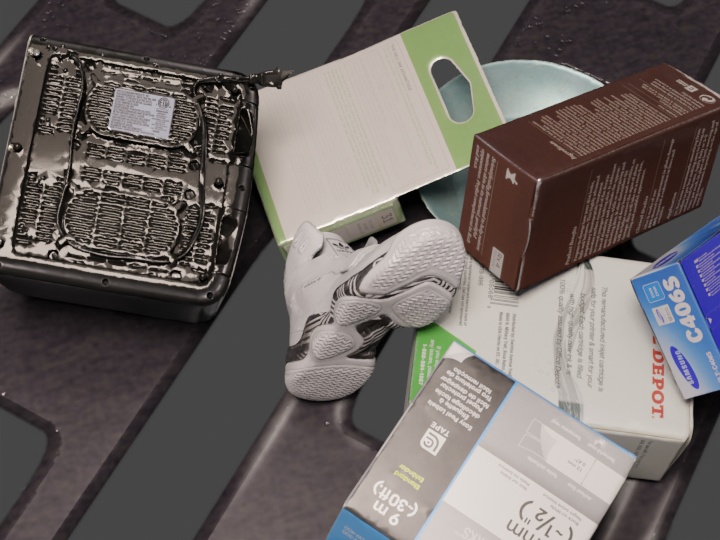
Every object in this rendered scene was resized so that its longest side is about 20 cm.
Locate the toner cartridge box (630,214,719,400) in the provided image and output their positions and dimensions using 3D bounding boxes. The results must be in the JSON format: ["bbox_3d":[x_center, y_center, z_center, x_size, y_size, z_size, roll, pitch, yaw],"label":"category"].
[{"bbox_3d":[0.275,0.012,1.013,0.200,0.043,0.095,-27,92,-49],"label":"toner cartridge box"}]

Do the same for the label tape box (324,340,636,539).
[{"bbox_3d":[0.065,0.169,0.897,0.143,0.066,0.200,33,71,8],"label":"label tape box"}]

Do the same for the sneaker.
[{"bbox_3d":[0.000,0.000,0.998,0.075,0.200,0.115,12,49,-28],"label":"sneaker"}]

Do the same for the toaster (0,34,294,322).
[{"bbox_3d":[-0.164,-0.064,1.024,0.200,0.119,0.181,9,79,-6],"label":"toaster"}]

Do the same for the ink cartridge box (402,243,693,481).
[{"bbox_3d":[0.138,0.064,1.023,0.200,0.083,0.147,8,60,2],"label":"ink cartridge box"}]

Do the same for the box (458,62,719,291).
[{"bbox_3d":[0.171,-0.071,1.018,0.200,0.100,0.075,-23,47,-33],"label":"box"}]

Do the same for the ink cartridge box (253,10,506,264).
[{"bbox_3d":[0.009,-0.107,1.105,0.200,0.048,0.146,-21,63,1],"label":"ink cartridge box"}]

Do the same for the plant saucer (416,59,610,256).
[{"bbox_3d":[0.138,-0.082,1.131,0.201,0.039,0.201,2,61,-3],"label":"plant saucer"}]
